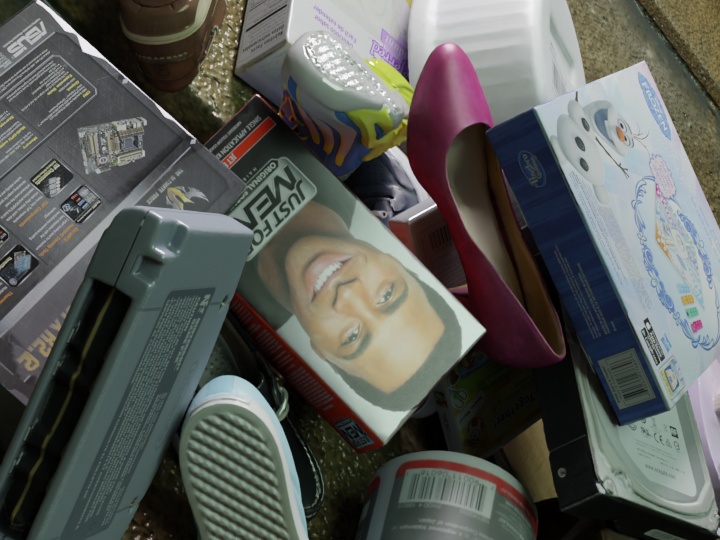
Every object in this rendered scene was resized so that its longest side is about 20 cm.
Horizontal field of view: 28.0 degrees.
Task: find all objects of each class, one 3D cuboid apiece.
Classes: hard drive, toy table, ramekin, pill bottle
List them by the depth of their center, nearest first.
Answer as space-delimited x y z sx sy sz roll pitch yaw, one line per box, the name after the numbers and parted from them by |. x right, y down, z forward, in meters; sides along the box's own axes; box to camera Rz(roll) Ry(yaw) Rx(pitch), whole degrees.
0.040 0.220 0.869 0.114 0.113 0.201 43 43 -28 | pill bottle
0.167 0.074 0.951 0.139 0.038 0.201 25 45 -39 | hard drive
0.113 -0.132 1.109 0.200 0.097 0.202 -8 90 -70 | ramekin
0.380 0.125 1.338 0.183 0.117 0.202 19 58 -44 | toy table

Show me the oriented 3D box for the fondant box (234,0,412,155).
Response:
-0.013 -0.193 1.077 0.144 0.058 0.201 35 48 -36 | fondant box

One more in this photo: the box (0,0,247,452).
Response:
-0.174 -0.030 0.745 0.158 0.048 0.200 42 48 -5 | box

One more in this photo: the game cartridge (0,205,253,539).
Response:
-0.119 0.063 0.704 0.040 0.201 0.133 27 6 16 | game cartridge

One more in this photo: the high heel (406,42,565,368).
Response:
0.083 -0.039 0.890 0.067 0.096 0.202 -9 101 -39 | high heel

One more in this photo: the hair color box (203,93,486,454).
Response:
-0.031 0.004 0.874 0.200 0.061 0.102 45 69 -3 | hair color box

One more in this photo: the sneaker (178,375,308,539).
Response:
-0.056 0.152 0.804 0.082 0.073 0.202 -89 175 -73 | sneaker

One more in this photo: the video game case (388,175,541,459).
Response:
0.115 0.011 1.004 0.199 0.023 0.183 -30 114 -35 | video game case

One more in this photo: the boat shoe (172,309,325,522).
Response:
-0.078 0.071 0.848 0.201 0.060 0.074 56 40 -13 | boat shoe

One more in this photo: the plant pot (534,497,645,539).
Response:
0.172 0.262 0.958 0.198 0.200 0.201 38 45 -22 | plant pot

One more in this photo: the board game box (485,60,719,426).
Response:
0.179 -0.026 0.952 0.199 0.043 0.201 -27 93 -55 | board game box

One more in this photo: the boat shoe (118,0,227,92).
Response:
-0.118 -0.192 0.953 0.203 0.074 0.075 -78 165 -47 | boat shoe

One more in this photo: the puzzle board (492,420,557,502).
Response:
0.112 0.089 1.088 0.201 0.017 0.151 64 27 -8 | puzzle board

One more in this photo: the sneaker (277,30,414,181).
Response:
-0.023 -0.087 0.920 0.076 0.105 0.200 50 14 13 | sneaker

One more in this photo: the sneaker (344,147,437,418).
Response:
0.000 0.000 0.977 0.108 0.070 0.202 6 69 -51 | sneaker
